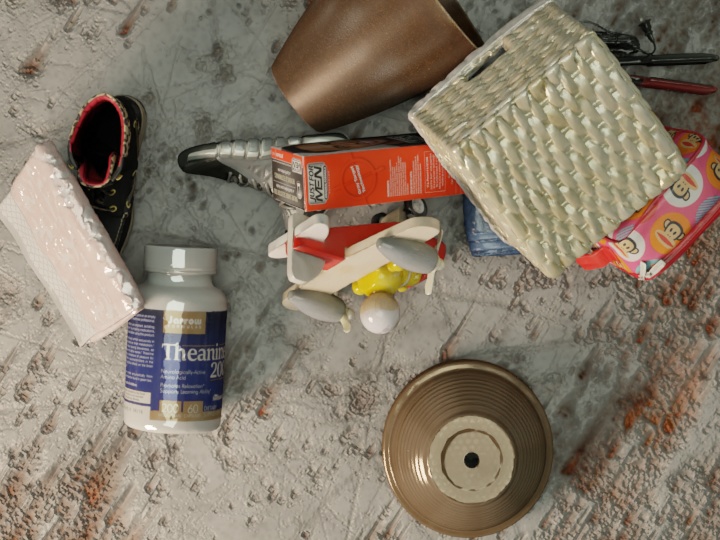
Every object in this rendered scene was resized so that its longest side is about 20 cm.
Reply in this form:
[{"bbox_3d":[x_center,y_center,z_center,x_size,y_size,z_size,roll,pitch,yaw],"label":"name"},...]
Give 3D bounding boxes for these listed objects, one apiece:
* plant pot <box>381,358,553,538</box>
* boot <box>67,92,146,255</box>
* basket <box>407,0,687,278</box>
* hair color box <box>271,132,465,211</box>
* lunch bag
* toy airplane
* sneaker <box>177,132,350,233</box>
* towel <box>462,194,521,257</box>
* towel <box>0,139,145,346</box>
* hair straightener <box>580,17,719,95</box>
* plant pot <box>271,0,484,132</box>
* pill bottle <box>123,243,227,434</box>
[{"bbox_3d":[0.123,0.205,1.544,0.198,0.093,0.204,0,93,0],"label":"plant pot"},{"bbox_3d":[-0.283,-0.099,1.504,0.072,0.151,0.203,15,91,-2],"label":"boot"},{"bbox_3d":[0.190,-0.131,1.400,0.198,0.161,0.200,-39,115,5],"label":"basket"},{"bbox_3d":[0.012,-0.109,1.491,0.197,0.101,0.062,-8,104,-23],"label":"hair color box"},{"bbox_3d":[0.298,-0.069,1.476,0.082,0.200,0.176,42,92,-16],"label":"lunch bag"},{"bbox_3d":[0.000,0.000,1.483,0.196,0.200,0.143,-17,80,2],"label":"toy airplane"},{"bbox_3d":[-0.104,-0.090,1.544,0.197,0.075,0.117,-4,94,0],"label":"sneaker"},{"bbox_3d":[0.167,-0.118,1.553,0.110,0.049,0.203,-3,93,0],"label":"towel"},{"bbox_3d":[-0.319,-0.022,1.499,0.032,0.191,0.202,-32,91,-32],"label":"towel"},{"bbox_3d":[0.308,-0.246,1.556,0.197,0.041,0.078,6,92,5],"label":"hair straightener"},{"bbox_3d":[0.007,-0.247,1.497,0.199,0.187,0.188,-37,92,14],"label":"plant pot"},{"bbox_3d":[-0.204,0.074,1.531,0.109,0.111,0.203,3,92,0],"label":"pill bottle"}]
